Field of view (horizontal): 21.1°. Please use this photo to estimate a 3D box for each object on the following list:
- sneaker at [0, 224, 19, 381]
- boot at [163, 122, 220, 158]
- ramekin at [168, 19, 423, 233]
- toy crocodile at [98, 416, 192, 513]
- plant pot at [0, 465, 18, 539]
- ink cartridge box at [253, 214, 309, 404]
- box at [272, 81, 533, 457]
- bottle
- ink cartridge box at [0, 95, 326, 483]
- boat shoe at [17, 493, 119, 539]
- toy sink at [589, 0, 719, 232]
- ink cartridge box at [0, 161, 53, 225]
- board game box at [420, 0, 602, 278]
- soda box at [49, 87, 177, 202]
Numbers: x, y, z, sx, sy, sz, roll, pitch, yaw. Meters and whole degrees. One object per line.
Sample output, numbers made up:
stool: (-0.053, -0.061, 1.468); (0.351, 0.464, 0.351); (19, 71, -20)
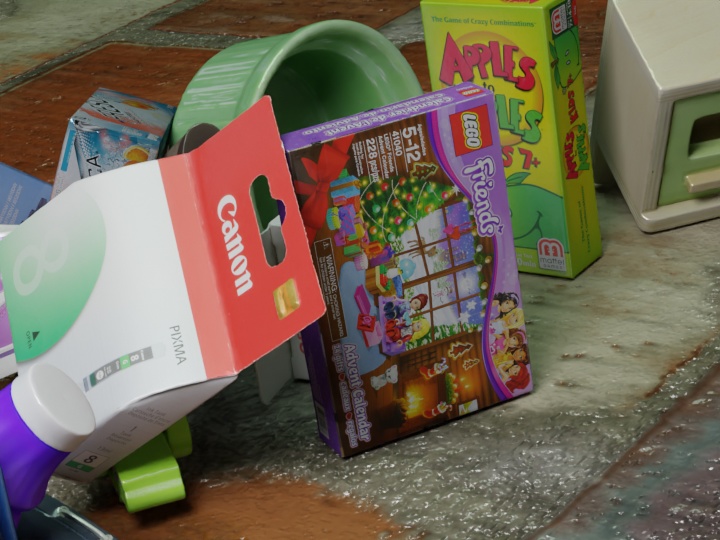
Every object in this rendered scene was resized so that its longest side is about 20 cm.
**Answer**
sneaker: (-0.281, 0.031, 1.275); (0.200, 0.115, 0.073); (-24, 5, 21)
boot: (-0.118, 0.003, 1.248); (0.070, 0.146, 0.201); (15, 65, -4)
ramekin: (-0.045, -0.079, 1.400); (0.097, 0.201, 0.200); (3, 25, 43)
toy crocodile: (-0.152, 0.097, 1.204); (0.067, 0.062, 0.200); (-16, 28, -18)
plant pot: (-0.243, 0.173, 0.882); (0.199, 0.201, 0.180); (-11, 17, -4)
ink cartridge box: (0.000, 0.000, 1.291); (0.068, 0.116, 0.200); (5, 27, 28)
box: (0.027, -0.001, 1.172); (0.136, 0.201, 0.039); (-18, 23, -20)
bottle: (-0.223, 0.125, 1.009); (0.200, 0.084, 0.065); (-41, -15, 17)
ink cartridge box: (-0.121, 0.005, 1.110); (0.200, 0.050, 0.161); (-36, 53, 28)
boat shoe: (-0.200, 0.142, 1.084); (0.062, 0.075, 0.200); (-29, 31, -35)
toy sink: (0.252, -0.109, 1.429); (0.130, 0.200, 0.112); (-12, 52, -10)
ink cartridge box: (-0.278, -0.045, 1.392); (0.200, 0.077, 0.136); (23, -3, -26)
board game box: (0.108, -0.100, 1.374); (0.101, 0.201, 0.048); (8, 28, 36)
soda box: (-0.171, -0.080, 1.351); (0.063, 0.069, 0.200); (15, 10, -5)
